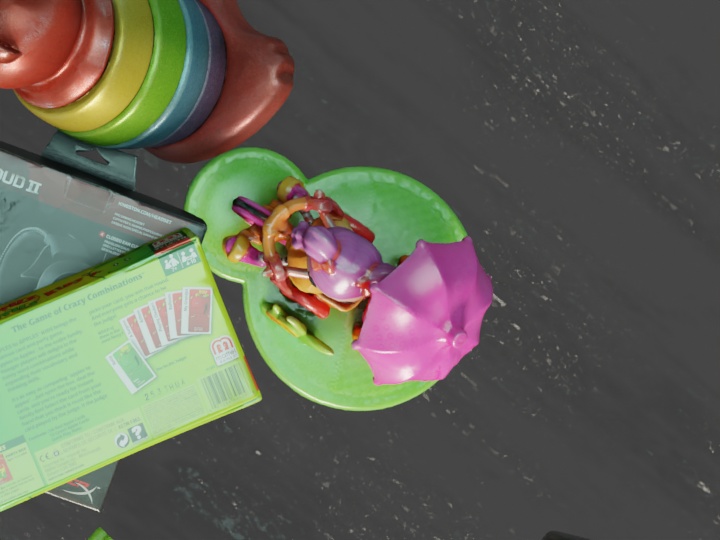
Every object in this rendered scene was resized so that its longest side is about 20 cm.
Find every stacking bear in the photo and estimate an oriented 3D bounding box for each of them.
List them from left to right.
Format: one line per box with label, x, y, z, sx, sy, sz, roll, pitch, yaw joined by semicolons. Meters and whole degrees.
stacking bear;-0.153;-0.129;1.529;0.114;0.200;0.122;-47;59;20

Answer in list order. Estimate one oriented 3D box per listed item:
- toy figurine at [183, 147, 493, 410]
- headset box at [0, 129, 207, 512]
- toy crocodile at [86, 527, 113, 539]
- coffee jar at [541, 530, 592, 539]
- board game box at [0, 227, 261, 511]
toy figurine;0.000;0.000;1.582;0.200;0.184;0.150;35;84;-12
headset box;-0.188;0.019;1.585;0.148;0.077;0.201;20;92;-13
toy crocodile;-0.096;0.232;1.637;0.200;0.062;0.068;40;84;-7
coffee jar;0.126;0.266;1.672;0.104;0.085;0.201;21;87;-13
board game box;-0.168;0.062;1.532;0.199;0.048;0.102;-23;101;-8
